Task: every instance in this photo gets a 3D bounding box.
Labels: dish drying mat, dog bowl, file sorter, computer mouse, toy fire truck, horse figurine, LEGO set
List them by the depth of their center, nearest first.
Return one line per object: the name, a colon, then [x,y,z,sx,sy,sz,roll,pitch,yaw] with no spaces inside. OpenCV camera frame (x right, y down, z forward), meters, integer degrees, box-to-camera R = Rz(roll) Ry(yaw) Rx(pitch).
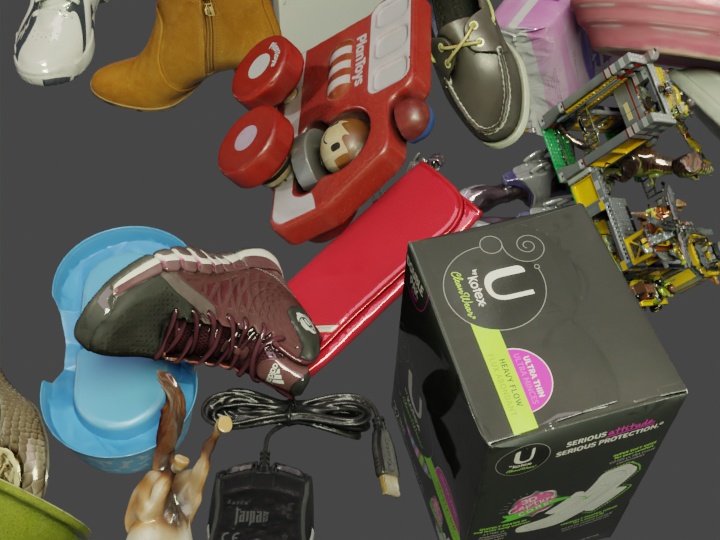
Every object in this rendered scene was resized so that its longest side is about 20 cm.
horse figurine: [-0.123,0.170,0.634,0.049,0.133,0.202,15,54,-21]
computer mouse: [-0.040,0.170,0.691,0.138,0.046,0.201,-1,47,-6]
dog bowl: [-0.175,0.060,0.761,0.110,0.050,0.202,-3,53,-5]
LEGO set: [0.238,-0.080,0.790,0.152,0.116,0.202,8,62,-36]
dish drying mat: [0.000,0.000,0.791,0.200,0.018,0.077,-43,58,-6]
toy fire truck: [-0.015,-0.125,0.819,0.167,0.112,0.202,-24,45,32]
file sorter: [-0.015,-0.284,0.973,0.198,0.140,0.125,-24,55,-19]

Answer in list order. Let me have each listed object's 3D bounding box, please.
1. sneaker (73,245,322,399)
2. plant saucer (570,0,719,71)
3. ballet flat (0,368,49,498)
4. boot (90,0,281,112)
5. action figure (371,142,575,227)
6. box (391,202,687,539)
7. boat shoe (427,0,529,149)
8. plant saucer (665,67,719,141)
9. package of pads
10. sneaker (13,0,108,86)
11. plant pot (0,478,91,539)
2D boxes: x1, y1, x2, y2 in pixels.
sneaker: [-0.089,0.044,0.689,0.116,0.076,0.199,45,29,18]
plant saucer: [0.267,-0.194,0.824,0.198,0.052,0.201,9,9,-1]
ballet flat: [-0.271,0.090,0.720,0.046,0.068,0.201,12,34,-48]
boot: [-0.166,-0.216,0.899,0.198,0.145,0.071,2,50,13]
action figure: [0.088,-0.046,0.842,0.197,0.070,0.131,-13,59,-8]
box: [0.101,0.084,0.659,0.123,0.201,0.150,-12,54,-12]
boat shoe: [0.084,-0.196,0.852,0.071,0.060,0.203,-27,65,26]
plant saucer: [0.333,-0.106,0.825,0.050,0.199,0.201,-45,58,17]
package of pads: [0.195,-0.229,0.948,0.075,0.121,0.200,15,51,33]
sneaker: [-0.286,-0.282,0.963,0.078,0.130,0.201,13,54,8]
plant pot: [-0.286,0.206,0.575,0.198,0.201,0.195,16,66,10]
